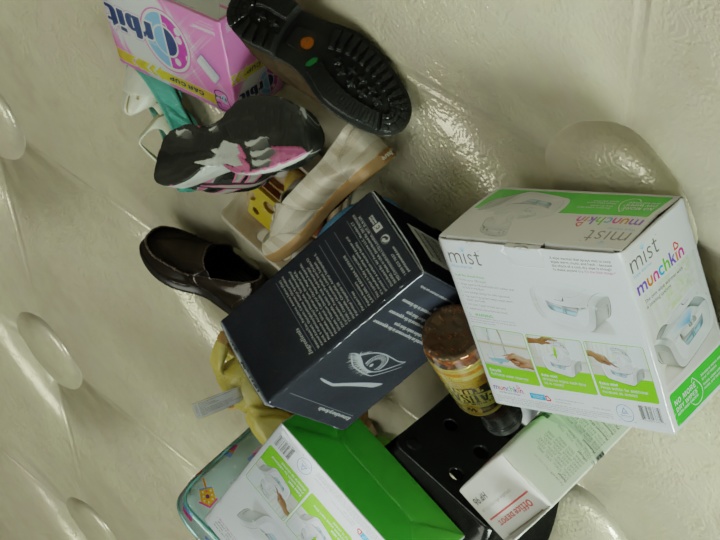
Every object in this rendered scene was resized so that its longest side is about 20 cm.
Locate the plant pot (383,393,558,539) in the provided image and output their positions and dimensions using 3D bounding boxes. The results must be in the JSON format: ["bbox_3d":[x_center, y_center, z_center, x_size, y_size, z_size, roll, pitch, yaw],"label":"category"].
[{"bbox_3d":[0.094,0.237,1.741,0.200,0.199,0.178,41,137,16],"label":"plant pot"}]

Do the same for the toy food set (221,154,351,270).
[{"bbox_3d":[-0.087,-0.074,1.756,0.143,0.060,0.200,41,149,17],"label":"toy food set"}]

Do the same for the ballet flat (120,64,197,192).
[{"bbox_3d":[-0.218,-0.170,1.816,0.200,0.070,0.067,63,162,-20],"label":"ballet flat"}]

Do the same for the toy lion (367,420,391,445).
[{"bbox_3d":[-0.027,0.263,1.884,0.069,0.200,0.192,63,163,-20],"label":"toy lion"}]

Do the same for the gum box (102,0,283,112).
[{"bbox_3d":[-0.176,-0.245,1.678,0.200,0.066,0.114,27,143,35],"label":"gum box"}]

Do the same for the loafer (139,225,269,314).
[{"bbox_3d":[-0.175,-0.010,1.955,0.200,0.073,0.071,25,137,25],"label":"loafer"}]

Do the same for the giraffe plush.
[{"bbox_3d":[-0.098,0.134,1.930,0.162,0.199,0.173,-179,85,-83],"label":"giraffe plush"}]

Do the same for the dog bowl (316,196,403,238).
[{"bbox_3d":[0.000,0.000,1.675,0.050,0.111,0.200,57,156,27],"label":"dog bowl"}]

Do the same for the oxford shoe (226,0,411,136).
[{"bbox_3d":[-0.031,-0.189,1.555,0.200,0.073,0.084,39,174,14],"label":"oxford shoe"}]

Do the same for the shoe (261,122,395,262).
[{"bbox_3d":[-0.042,-0.076,1.613,0.053,0.070,0.200,45,132,-5],"label":"shoe"}]

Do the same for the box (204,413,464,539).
[{"bbox_3d":[-0.030,0.258,1.664,0.200,0.097,0.177,46,128,12],"label":"box"}]

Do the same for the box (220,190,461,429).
[{"bbox_3d":[-0.004,0.042,1.569,0.148,0.200,0.104,28,-154,-58],"label":"box"}]

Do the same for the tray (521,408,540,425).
[{"bbox_3d":[0.151,0.068,1.623,0.107,0.022,0.200,41,150,19],"label":"tray"}]

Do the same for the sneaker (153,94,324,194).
[{"bbox_3d":[-0.106,-0.118,1.638,0.200,0.081,0.086,-4,165,41],"label":"sneaker"}]

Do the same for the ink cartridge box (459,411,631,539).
[{"bbox_3d":[0.168,0.174,1.535,0.068,0.200,0.116,47,151,7],"label":"ink cartridge box"}]

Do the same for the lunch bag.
[{"bbox_3d":[-0.120,0.284,2.070,0.160,0.200,0.077,47,153,2],"label":"lunch bag"}]

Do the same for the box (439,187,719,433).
[{"bbox_3d":[0.187,0.030,1.413,0.200,0.097,0.177,5,124,47],"label":"box"}]

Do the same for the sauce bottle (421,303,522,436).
[{"bbox_3d":[0.113,0.101,1.582,0.066,0.066,0.200,30,166,33],"label":"sauce bottle"}]
